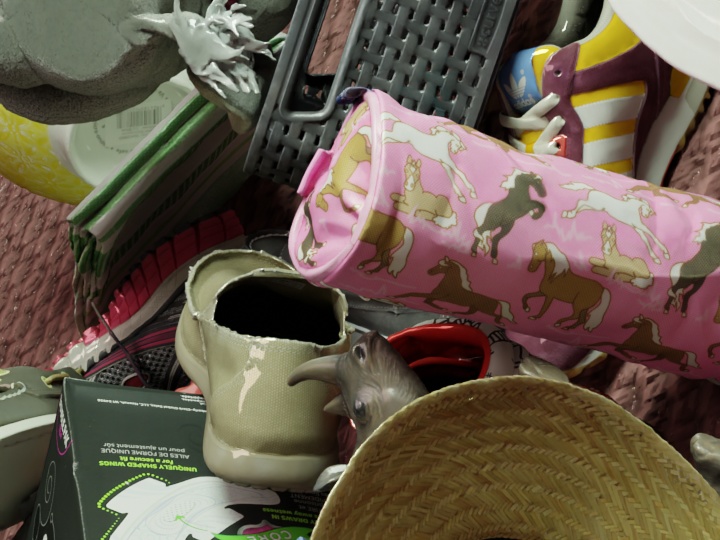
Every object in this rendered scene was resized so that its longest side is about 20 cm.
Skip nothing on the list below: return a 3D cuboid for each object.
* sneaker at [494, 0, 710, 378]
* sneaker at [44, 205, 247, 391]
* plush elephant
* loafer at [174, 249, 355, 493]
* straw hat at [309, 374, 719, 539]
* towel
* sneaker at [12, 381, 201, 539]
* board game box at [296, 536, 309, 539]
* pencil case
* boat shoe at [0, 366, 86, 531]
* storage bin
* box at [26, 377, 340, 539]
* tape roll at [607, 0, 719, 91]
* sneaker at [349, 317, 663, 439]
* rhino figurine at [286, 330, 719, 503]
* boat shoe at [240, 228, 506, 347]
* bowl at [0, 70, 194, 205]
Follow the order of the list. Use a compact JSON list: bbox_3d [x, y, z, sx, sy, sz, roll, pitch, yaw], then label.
[{"bbox_3d":[0.088,-0.049,1.279,0.075,0.090,0.200,-16,48,51],"label":"sneaker"},{"bbox_3d":[-0.111,0.055,1.514,0.081,0.075,0.200,-25,-18,-49],"label":"sneaker"},{"bbox_3d":[-0.094,-0.141,1.342,0.155,0.200,0.165,-20,-46,-62],"label":"plush elephant"},{"bbox_3d":[-0.036,0.028,1.255,0.200,0.076,0.068,-112,33,-67],"label":"loafer"},{"bbox_3d":[0.051,0.143,1.042,0.085,0.201,0.201,-32,35,59],"label":"straw hat"},{"bbox_3d":[-0.093,-0.042,1.503,0.153,0.023,0.200,-48,-8,-15],"label":"towel"},{"bbox_3d":[-0.070,0.100,1.399,0.200,0.098,0.071,-42,-15,-22],"label":"sneaker"},{"bbox_3d":[0.025,0.204,1.067,0.035,0.135,0.200,-47,29,33],"label":"board game box"},{"bbox_3d":[0.075,-0.011,1.149,0.083,0.200,0.087,130,149,-54],"label":"pencil case"},{"bbox_3d":[-0.163,0.080,1.397,0.072,0.060,0.202,-49,-13,10],"label":"boat shoe"},{"bbox_3d":[0.014,-0.103,1.351,0.200,0.094,0.135,-86,15,-81],"label":"storage bin"},{"bbox_3d":[-0.073,0.166,1.228,0.200,0.124,0.149,-104,26,-55],"label":"box"},{"bbox_3d":[0.185,-0.160,1.143,0.202,0.071,0.203,-2,85,24],"label":"tape roll"},{"bbox_3d":[0.028,0.067,1.236,0.201,0.108,0.067,-10,53,55],"label":"sneaker"},{"bbox_3d":[0.058,0.082,1.114,0.060,0.200,0.088,-30,-39,-66],"label":"rhino figurine"},{"bbox_3d":[0.000,0.000,1.349,0.200,0.070,0.066,26,127,57],"label":"boat shoe"},{"bbox_3d":[-0.128,-0.102,1.583,0.200,0.200,0.108,-46,38,20],"label":"bowl"}]
